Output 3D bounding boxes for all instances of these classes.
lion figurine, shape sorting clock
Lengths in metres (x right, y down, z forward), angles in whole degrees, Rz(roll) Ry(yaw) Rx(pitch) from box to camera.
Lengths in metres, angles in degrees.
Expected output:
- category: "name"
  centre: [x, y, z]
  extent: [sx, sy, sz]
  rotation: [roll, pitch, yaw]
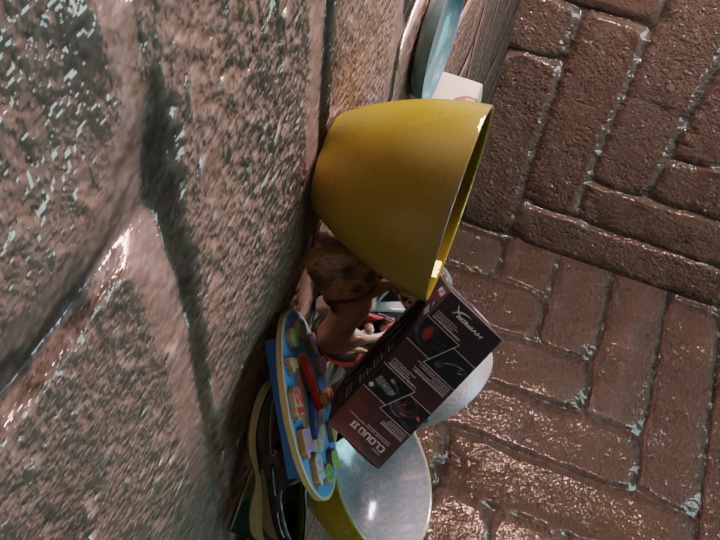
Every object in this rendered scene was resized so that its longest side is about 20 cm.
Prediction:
- category: "lion figurine"
  centre: [-0.014, 0.043, 0.897]
  extent: [0.122, 0.072, 0.201]
  rotation: [-14, 129, -31]
- category: "shape sorting clock"
  centre: [-0.052, 0.138, 0.834]
  extent: [0.200, 0.039, 0.202]
  rotation: [-13, 90, -78]

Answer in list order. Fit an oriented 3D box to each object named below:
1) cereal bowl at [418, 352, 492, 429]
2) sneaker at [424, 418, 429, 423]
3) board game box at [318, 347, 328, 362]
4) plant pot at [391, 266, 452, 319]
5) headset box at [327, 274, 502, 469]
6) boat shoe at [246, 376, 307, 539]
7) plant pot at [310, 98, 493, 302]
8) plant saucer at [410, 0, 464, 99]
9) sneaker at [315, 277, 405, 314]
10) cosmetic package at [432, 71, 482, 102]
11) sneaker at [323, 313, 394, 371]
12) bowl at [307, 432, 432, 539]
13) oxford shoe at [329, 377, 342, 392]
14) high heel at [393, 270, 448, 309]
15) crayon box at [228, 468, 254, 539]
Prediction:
- category: "cereal bowl"
  centre: [0.086, 0.131, 1.148]
  extent: [0.084, 0.199, 0.201]
  rotation: [57, 36, -23]
- category: "sneaker"
  centre: [0.064, 0.134, 1.017]
  extent: [0.200, 0.091, 0.078]
  rotation: [-66, 176, -64]
- category: "board game box"
  centre: [-0.016, 0.032, 1.154]
  extent: [0.103, 0.019, 0.202]
  rotation: [8, 101, -79]
- category: "plant pot"
  centre: [0.072, 0.089, 1.337]
  extent: [0.201, 0.199, 0.197]
  rotation: [-62, 159, -47]
- category: "headset box"
  centre: [0.047, 0.107, 0.840]
  extent: [0.200, 0.075, 0.149]
  rotation: [-47, -177, 6]
- category: "boat shoe"
  centre: [-0.081, 0.211, 0.869]
  extent: [0.073, 0.064, 0.202]
  rotation: [-32, 128, -57]
- category: "plant pot"
  centre: [0.033, -0.088, 0.790]
  extent: [0.200, 0.141, 0.202]
  rotation: [20, 90, -82]
- category: "plant saucer"
  centre: [0.109, -0.334, 1.124]
  extent: [0.200, 0.027, 0.202]
  rotation: [19, 90, -82]
- category: "sneaker"
  centre: [0.000, 0.000, 1.041]
  extent: [0.200, 0.073, 0.113]
  rotation: [6, 80, -62]
- category: "cosmetic package"
  centre: [0.126, -0.209, 1.302]
  extent: [0.103, 0.087, 0.201]
  rotation: [66, 44, -76]
- category: "sneaker"
  centre: [-0.004, 0.112, 1.106]
  extent: [0.200, 0.073, 0.087]
  rotation: [-29, 140, -70]
- category: "bowl"
  centre: [-0.008, 0.267, 1.003]
  extent: [0.107, 0.201, 0.200]
  rotation: [-26, -161, 32]
- category: "oxford shoe"
  centre: [-0.028, 0.206, 1.128]
  extent: [0.070, 0.074, 0.200]
  rotation: [-21, 162, -35]
- category: "high heel"
  centre: [0.044, -0.014, 0.969]
  extent: [0.142, 0.071, 0.201]
  rotation: [22, 45, -62]
- category: "crayon box"
  centre: [-0.092, 0.224, 0.991]
  extent: [0.127, 0.050, 0.202]
  rotation: [34, 75, -81]
